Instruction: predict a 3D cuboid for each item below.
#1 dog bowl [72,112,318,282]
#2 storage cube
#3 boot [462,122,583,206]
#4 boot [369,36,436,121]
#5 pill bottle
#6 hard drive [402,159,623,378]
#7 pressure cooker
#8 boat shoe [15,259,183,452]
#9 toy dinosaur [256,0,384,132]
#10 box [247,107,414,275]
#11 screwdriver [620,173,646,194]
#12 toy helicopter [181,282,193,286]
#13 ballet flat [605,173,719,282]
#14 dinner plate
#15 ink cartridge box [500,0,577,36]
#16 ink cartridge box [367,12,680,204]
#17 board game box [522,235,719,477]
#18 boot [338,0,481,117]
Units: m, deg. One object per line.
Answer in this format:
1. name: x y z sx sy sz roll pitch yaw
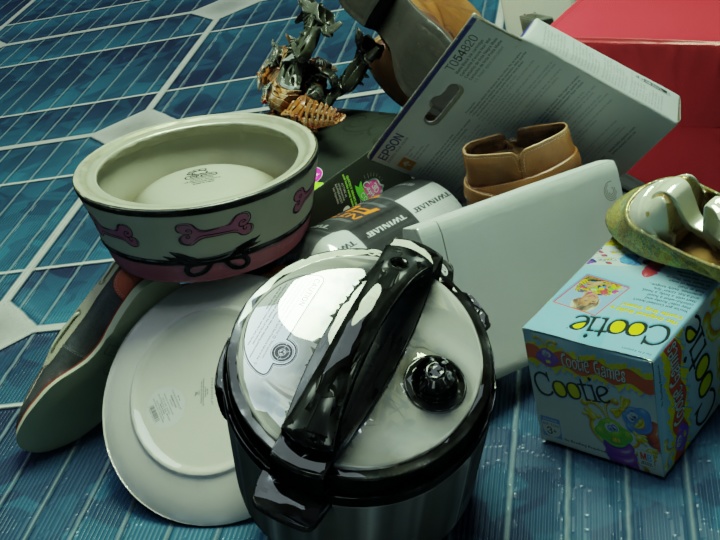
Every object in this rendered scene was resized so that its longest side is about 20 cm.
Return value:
1. dog bowl: -0.129 -0.060 0.959 0.200 0.074 0.200 -6 28 3
2. storage cube: 0.297 -0.178 1.141 0.180 0.171 0.200 8 36 32
3. boot: 0.187 -0.058 0.998 0.200 0.155 0.074 -15 29 -1
4. boot: 0.087 -0.153 1.165 0.074 0.200 0.155 -48 12 20
5. pill bottle: 0.000 0.000 1.008 0.106 0.106 0.200 14 31 41
6. hard drive: 0.133 0.003 0.912 0.200 0.132 0.027 -20 12 -30
7. pressure cooker: 0.000 0.083 0.753 0.178 0.200 0.176 -14 58 -10
8. boat shoe: -0.226 0.066 0.985 0.200 0.071 0.063 -51 51 10
9. toy dinosaur: -0.045 -0.183 1.145 0.136 0.102 0.200 -54 51 12
10. box: -0.045 -0.061 1.141 0.148 0.124 0.200 14 40 42
11. screwdriver: 0.198 -0.106 1.101 0.200 0.029 0.028 30 63 0
12. toy helicopter: -0.109 0.097 0.975 0.132 0.079 0.200 -1 42 6
13. ballet flat: 0.237 -0.031 0.803 0.071 0.071 0.200 -26 34 -20
14. dinner plate: -0.112 0.093 0.895 0.200 0.024 0.200 -7 67 17
15. ink cartridge box: 0.223 -0.264 1.291 0.083 0.200 0.147 1 33 27
16. ink cartridge box: 0.137 -0.125 1.017 0.200 0.200 0.041 25 50 -15
17. board game box: 0.221 0.041 0.866 0.105 0.103 0.200 14 40 39
18. boot: 0.086 -0.216 1.150 0.188 0.069 0.200 44 25 21
